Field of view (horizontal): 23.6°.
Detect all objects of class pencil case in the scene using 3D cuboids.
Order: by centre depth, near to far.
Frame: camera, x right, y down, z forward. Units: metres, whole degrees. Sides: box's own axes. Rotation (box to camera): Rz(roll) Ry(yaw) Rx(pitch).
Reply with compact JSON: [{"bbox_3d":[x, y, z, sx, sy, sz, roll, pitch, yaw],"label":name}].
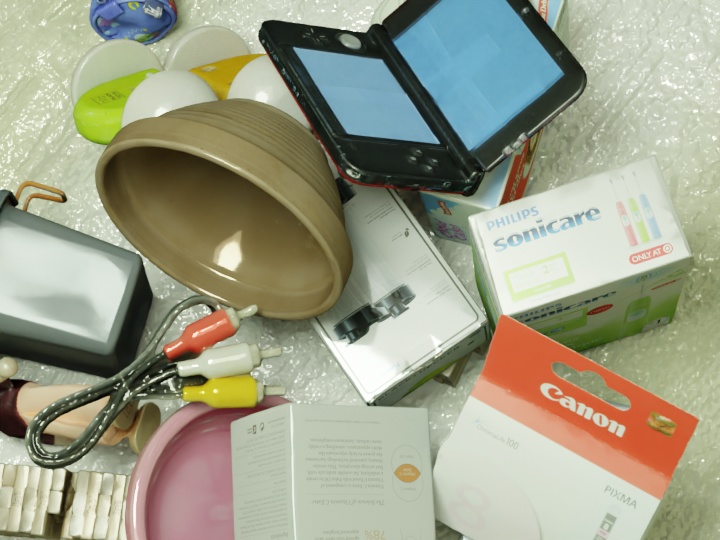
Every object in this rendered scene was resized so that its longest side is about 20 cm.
[{"bbox_3d":[-0.208,-0.297,1.505,0.078,0.087,0.201,-18,70,27],"label":"pencil case"}]

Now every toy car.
[{"bbox_3d":[-0.136,-0.110,1.412,0.199,0.151,0.175,-13,26,-28],"label":"toy car"}]

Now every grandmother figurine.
[{"bbox_3d":[-0.263,0.111,1.383,0.199,0.122,0.061,-1,42,28],"label":"grandmother figurine"}]

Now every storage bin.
[{"bbox_3d":[-0.239,0.014,1.371,0.134,0.200,0.146,16,78,-1],"label":"storage bin"}]

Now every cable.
[{"bbox_3d":[-0.158,0.077,1.279,0.199,0.050,0.098,-17,81,-19],"label":"cable"}]

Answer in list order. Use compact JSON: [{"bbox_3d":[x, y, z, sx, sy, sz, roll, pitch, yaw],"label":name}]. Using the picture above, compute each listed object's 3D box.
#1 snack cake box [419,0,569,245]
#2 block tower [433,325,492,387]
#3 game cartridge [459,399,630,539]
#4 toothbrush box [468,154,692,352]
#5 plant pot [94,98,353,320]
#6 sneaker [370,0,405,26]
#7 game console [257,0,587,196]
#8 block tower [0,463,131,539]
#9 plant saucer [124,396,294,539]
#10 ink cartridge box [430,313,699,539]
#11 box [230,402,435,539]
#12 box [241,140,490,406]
[{"bbox_3d":[0.113,-0.128,1.407,0.067,0.115,0.201,15,76,11],"label":"snack cake box"},{"bbox_3d":[0.006,0.029,1.405,0.199,0.054,0.058,25,79,13],"label":"block tower"},{"bbox_3d":[0.149,0.194,1.353,0.133,0.040,0.201,14,76,6],"label":"game cartridge"},{"bbox_3d":[0.165,0.001,1.320,0.145,0.200,0.087,-18,72,0],"label":"toothbrush box"},{"bbox_3d":[-0.086,-0.059,1.268,0.200,0.201,0.093,22,59,12],"label":"plant pot"},{"bbox_3d":[0.047,-0.182,1.457,0.081,0.075,0.201,1,66,14],"label":"sneaker"},{"bbox_3d":[0.042,-0.163,1.315,0.172,0.119,0.200,3,38,-33],"label":"game console"},{"bbox_3d":[-0.233,0.188,1.378,0.199,0.058,0.054,5,76,6],"label":"block tower"},{"bbox_3d":[-0.094,0.194,1.330,0.200,0.051,0.202,9,73,-31],"label":"plant saucer"},{"bbox_3d":[0.139,0.144,1.252,0.162,0.200,0.057,28,53,14],"label":"ink cartridge box"},{"bbox_3d":[-0.019,0.206,1.285,0.124,0.097,0.201,5,75,-31],"label":"box"},{"bbox_3d":[0.000,0.000,1.354,0.116,0.060,0.200,-35,73,-4],"label":"box"}]
